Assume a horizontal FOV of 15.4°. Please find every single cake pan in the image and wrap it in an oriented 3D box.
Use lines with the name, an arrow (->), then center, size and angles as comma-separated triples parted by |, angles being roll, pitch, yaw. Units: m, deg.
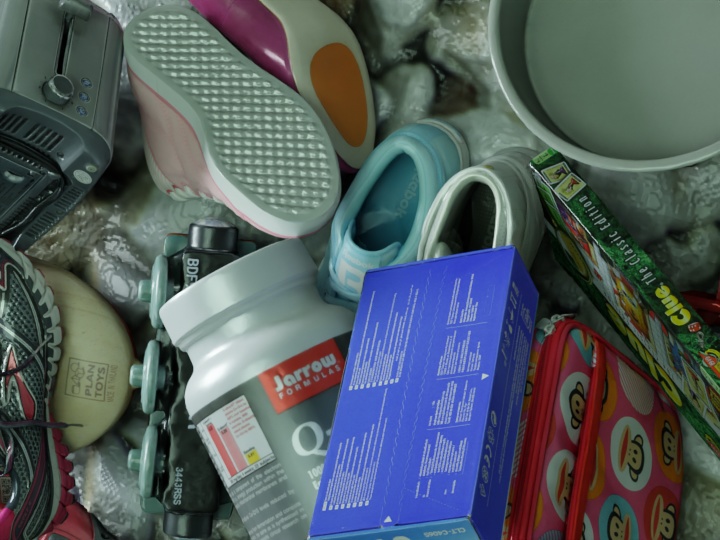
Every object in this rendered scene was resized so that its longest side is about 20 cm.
cake pan -> 0.174, -0.146, 1.546 | 0.200, 0.037, 0.201 | -6, 71, 19

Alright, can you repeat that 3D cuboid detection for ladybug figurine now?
ladybug figurine -> -0.225, 0.054, 1.730 | 0.200, 0.072, 0.136 | 12, 99, 20

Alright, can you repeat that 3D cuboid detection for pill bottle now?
pill bottle -> -0.032, 0.091, 1.545 | 0.116, 0.116, 0.200 | -30, 84, 21

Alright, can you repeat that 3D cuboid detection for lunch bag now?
lunch bag -> 0.107, 0.132, 1.519 | 0.082, 0.176, 0.200 | -10, 56, 36

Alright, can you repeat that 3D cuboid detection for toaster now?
toaster -> -0.225, -0.095, 1.664 | 0.113, 0.129, 0.200 | 25, 141, -22

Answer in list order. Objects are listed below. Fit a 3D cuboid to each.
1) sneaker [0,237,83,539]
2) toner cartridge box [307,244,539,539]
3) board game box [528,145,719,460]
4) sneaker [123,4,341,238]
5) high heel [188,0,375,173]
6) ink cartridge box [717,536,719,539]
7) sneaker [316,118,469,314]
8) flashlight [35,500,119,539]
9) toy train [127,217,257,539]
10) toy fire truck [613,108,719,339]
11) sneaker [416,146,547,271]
sneaker -> -0.226, 0.074, 1.651 | 0.080, 0.075, 0.200 | -10, 94, 22
toner cartridge box -> 0.037, 0.077, 1.452 | 0.095, 0.200, 0.043 | -10, 132, 23
board game box -> 0.164, 0.025, 1.524 | 0.023, 0.105, 0.200 | -33, 54, -6
sneaker -> -0.076, -0.069, 1.636 | 0.075, 0.105, 0.200 | -28, 54, -21
high heel -> -0.064, -0.142, 1.667 | 0.096, 0.067, 0.200 | -26, 96, 45
ink cartridge box -> 0.273, 0.191, 1.540 | 0.147, 0.086, 0.200 | 35, 107, 16
sneaker -> 0.000, 0.000, 1.633 | 0.074, 0.082, 0.200 | 22, 102, 19
flashlight -> -0.135, 0.197, 1.713 | 0.200, 0.068, 0.068 | 17, 137, 15
toy train -> -0.101, 0.065, 1.661 | 0.085, 0.114, 0.201 | 4, 94, -6
toy fire truck -> 0.241, -0.014, 1.556 | 0.200, 0.049, 0.141 | 13, 97, 19
sneaker -> 0.058, 0.027, 1.595 | 0.074, 0.116, 0.200 | 15, 101, 18
